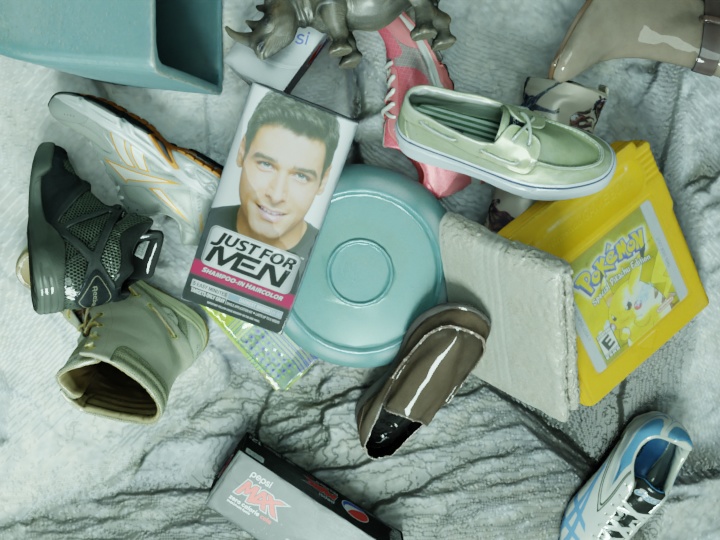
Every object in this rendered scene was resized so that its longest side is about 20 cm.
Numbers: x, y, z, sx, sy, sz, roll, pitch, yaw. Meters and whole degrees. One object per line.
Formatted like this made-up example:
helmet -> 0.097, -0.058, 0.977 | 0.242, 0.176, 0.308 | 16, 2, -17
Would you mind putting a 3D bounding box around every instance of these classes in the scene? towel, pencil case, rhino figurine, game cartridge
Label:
towel -> 0.139, 0.045, 0.786 | 0.034, 0.132, 0.201 | -41, 138, -28
towel -> -0.053, 0.008, 0.856 | 0.200, 0.023, 0.144 | -41, 97, 2
pencil case -> 0.178, -0.090, 0.826 | 0.089, 0.078, 0.202 | 12, 96, -23
rhino figurine -> -0.019, -0.224, 0.745 | 0.198, 0.060, 0.088 | -11, 82, -5
game cartridge -> 0.236, 0.000, 0.812 | 0.176, 0.032, 0.201 | -37, 115, -14

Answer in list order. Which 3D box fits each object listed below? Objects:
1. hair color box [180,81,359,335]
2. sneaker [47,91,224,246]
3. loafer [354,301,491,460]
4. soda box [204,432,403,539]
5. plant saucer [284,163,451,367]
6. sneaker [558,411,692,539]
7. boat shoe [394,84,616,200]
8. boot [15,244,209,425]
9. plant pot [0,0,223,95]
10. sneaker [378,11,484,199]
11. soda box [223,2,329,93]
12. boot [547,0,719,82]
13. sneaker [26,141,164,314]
hair color box -> -0.080, -0.056, 0.771 | 0.098, 0.061, 0.202 | 20, 100, -3
sneaker -> -0.216, -0.094, 0.816 | 0.199, 0.076, 0.092 | 32, 99, -4
loafer -> 0.060, 0.113, 0.806 | 0.073, 0.071, 0.201 | 22, 126, -14
soda box -> -0.054, 0.251, 0.862 | 0.199, 0.063, 0.071 | 34, 94, -5
plant saucer -> 0.000, 0.000, 0.823 | 0.198, 0.027, 0.202 | 0, 101, 1
sneaker -> 0.264, 0.235, 0.868 | 0.071, 0.072, 0.201 | 28, 96, -6
boat shoe -> 0.126, -0.112, 0.748 | 0.198, 0.062, 0.073 | 11, 69, 6
boot -> -0.247, 0.053, 0.784 | 0.199, 0.155, 0.072 | 30, 113, -6
plant pot -> -0.240, -0.259, 0.741 | 0.198, 0.196, 0.198 | 1, 96, 6
sneaker -> 0.049, -0.158, 0.816 | 0.086, 0.074, 0.201 | -29, 97, 3
soda box -> -0.044, -0.254, 0.805 | 0.063, 0.068, 0.201 | 37, 94, -5
boot -> 0.277, -0.217, 0.791 | 0.146, 0.070, 0.201 | 30, 67, 10
sneaker -> -0.248, -0.042, 0.789 | 0.113, 0.200, 0.077 | -1, 132, -26
